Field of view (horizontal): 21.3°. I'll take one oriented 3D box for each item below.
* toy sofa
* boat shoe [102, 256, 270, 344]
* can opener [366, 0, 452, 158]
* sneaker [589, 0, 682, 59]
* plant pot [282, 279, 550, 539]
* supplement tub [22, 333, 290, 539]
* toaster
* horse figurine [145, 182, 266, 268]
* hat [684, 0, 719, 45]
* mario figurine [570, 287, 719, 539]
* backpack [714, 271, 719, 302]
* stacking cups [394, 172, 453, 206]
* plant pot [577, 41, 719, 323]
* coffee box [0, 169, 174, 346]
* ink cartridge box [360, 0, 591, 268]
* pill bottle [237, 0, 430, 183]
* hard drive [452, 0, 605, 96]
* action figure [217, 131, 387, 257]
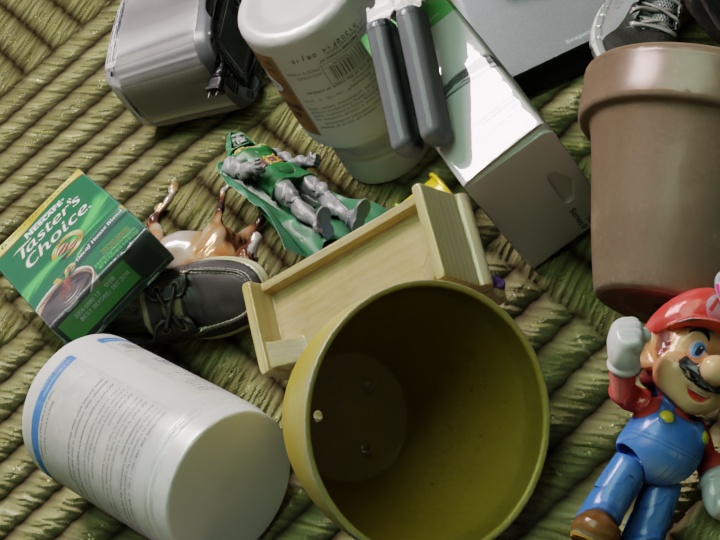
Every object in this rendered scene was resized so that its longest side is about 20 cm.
[{"bbox_3d":[0.011,0.016,1.511,0.199,0.097,0.083,-30,63,31],"label":"toy sofa"},{"bbox_3d":[-0.168,0.033,1.661,0.200,0.072,0.066,-7,8,34],"label":"boat shoe"},{"bbox_3d":[0.038,-0.183,1.516,0.052,0.066,0.201,-22,64,25],"label":"can opener"},{"bbox_3d":[0.248,-0.240,1.605,0.201,0.075,0.116,-80,15,-50],"label":"sneaker"},{"bbox_3d":[0.020,0.111,1.424,0.200,0.200,0.142,-53,18,-19],"label":"plant pot"},{"bbox_3d":[-0.167,0.139,1.534,0.199,0.132,0.132,23,67,43],"label":"supplement tub"},{"bbox_3d":[-0.167,-0.222,1.878,0.128,0.114,0.201,-14,48,26],"label":"toaster"},{"bbox_3d":[-0.159,-0.029,1.743,0.199,0.050,0.133,-5,44,26],"label":"horse figurine"},{"bbox_3d":[0.314,-0.228,1.561,0.081,0.200,0.201,-31,32,51],"label":"hat"},{"bbox_3d":[0.217,0.106,1.315,0.106,0.123,0.201,15,78,33],"label":"mario figurine"},{"bbox_3d":[0.347,0.025,1.280,0.178,0.199,0.151,-102,32,-42],"label":"backpack"},{"bbox_3d":[0.000,0.000,1.606,0.200,0.061,0.061,-37,42,-3],"label":"stacking cups"},{"bbox_3d":[0.245,-0.052,1.430,0.199,0.200,0.176,6,74,35],"label":"plant pot"},{"bbox_3d":[-0.249,-0.011,1.687,0.123,0.044,0.200,-45,30,-4],"label":"coffee box"},{"bbox_3d":[0.101,-0.120,1.568,0.084,0.146,0.200,-37,50,7],"label":"ink cartridge box"},{"bbox_3d":[-0.015,-0.173,1.669,0.114,0.200,0.115,-17,45,18],"label":"pill bottle"},{"bbox_3d":[0.159,-0.243,1.749,0.139,0.033,0.201,-25,44,10],"label":"hard drive"},{"bbox_3d":[-0.068,-0.078,1.706,0.118,0.055,0.200,-10,28,-33],"label":"action figure"}]
